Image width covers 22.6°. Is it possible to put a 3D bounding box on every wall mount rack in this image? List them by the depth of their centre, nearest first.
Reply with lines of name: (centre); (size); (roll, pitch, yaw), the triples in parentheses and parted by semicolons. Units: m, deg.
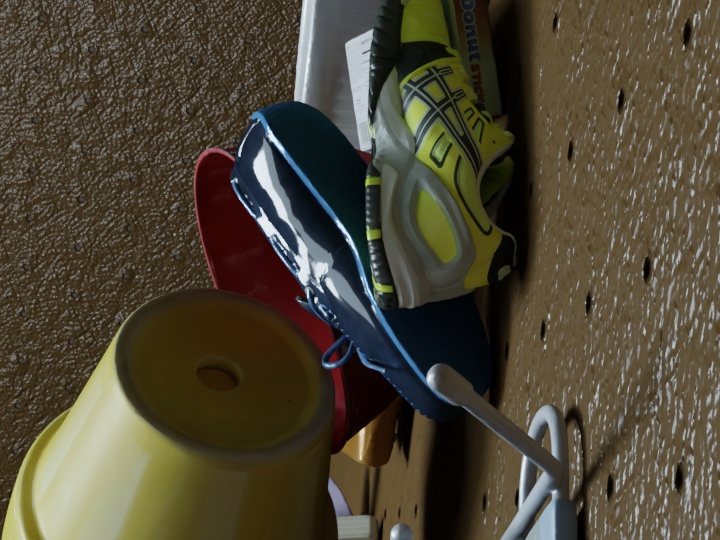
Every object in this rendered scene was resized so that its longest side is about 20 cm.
wall mount rack: (0.046, 0.130, 0.675); (0.174, 0.074, 0.201); (104, 169, -60)

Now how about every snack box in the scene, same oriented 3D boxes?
snack box: (0.033, -0.116, 1.076); (0.200, 0.024, 0.072); (176, 87, -73)

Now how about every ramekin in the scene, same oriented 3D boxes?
ramekin: (0.003, -0.178, 1.392); (0.200, 0.097, 0.202); (-174, 90, -86)

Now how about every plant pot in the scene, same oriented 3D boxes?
plant pot: (-0.099, 0.120, 1.057); (0.202, 0.199, 0.190); (-90, 15, -47)

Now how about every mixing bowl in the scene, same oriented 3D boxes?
mixing bowl: (-0.012, 0.001, 1.113); (0.200, 0.108, 0.201); (53, 157, 36)

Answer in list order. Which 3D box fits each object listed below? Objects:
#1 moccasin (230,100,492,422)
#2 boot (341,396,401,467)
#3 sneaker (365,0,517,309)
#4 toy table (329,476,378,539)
moccasin: (0.000, 0.000, 0.973); (0.068, 0.080, 0.201); (-50, 63, 40)
boot: (-0.003, 0.056, 1.352); (0.201, 0.070, 0.145); (-117, 35, -72)
sneaker: (0.042, -0.066, 0.938); (0.076, 0.076, 0.201); (82, -173, -58)
toy table: (-0.070, 0.230, 1.461); (0.117, 0.183, 0.201); (73, -176, -58)
